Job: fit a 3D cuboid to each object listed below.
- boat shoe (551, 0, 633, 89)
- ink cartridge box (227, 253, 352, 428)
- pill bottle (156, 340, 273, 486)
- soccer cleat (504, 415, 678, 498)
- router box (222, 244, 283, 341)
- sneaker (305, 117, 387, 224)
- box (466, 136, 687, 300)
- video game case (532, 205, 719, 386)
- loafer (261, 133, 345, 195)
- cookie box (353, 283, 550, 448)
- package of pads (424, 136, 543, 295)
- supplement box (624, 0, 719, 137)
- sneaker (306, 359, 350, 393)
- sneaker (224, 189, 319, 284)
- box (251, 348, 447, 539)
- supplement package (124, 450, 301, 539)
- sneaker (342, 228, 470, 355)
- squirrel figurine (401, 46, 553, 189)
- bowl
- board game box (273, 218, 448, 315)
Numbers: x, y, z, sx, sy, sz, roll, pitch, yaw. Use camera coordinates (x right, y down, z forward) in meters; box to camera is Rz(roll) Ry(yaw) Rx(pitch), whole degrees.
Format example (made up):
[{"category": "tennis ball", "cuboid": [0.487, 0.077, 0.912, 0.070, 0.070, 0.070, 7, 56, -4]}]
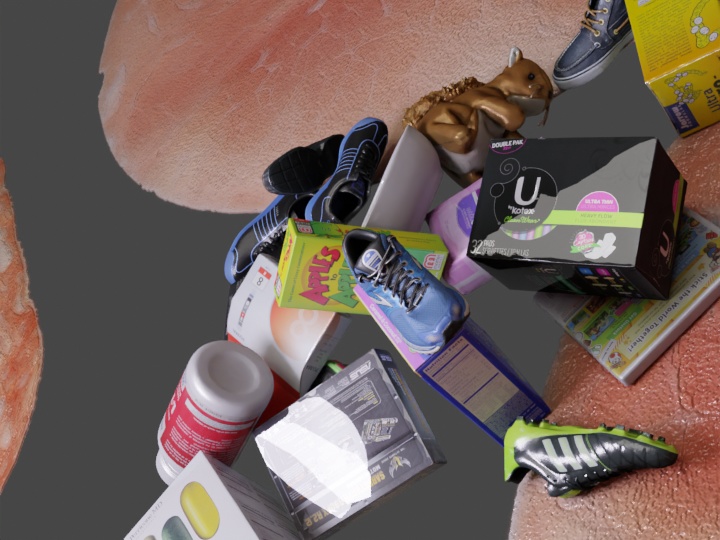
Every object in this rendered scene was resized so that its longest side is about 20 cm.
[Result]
[{"category": "boat shoe", "cuboid": [0.327, -0.342, 1.432, 0.200, 0.091, 0.071, -42, 39, 9]}, {"category": "ink cartridge box", "cuboid": [-0.124, 0.100, 1.384, 0.162, 0.050, 0.201, 35, 93, 35]}, {"category": "pill bottle", "cuboid": [-0.194, 0.194, 1.350, 0.113, 0.112, 0.201, -102, 32, -45]}, {"category": "soccer cleat", "cuboid": [0.238, 0.201, 1.102, 0.199, 0.067, 0.082, -2, 75, 43]}, {"category": "router box", "cuboid": [-0.122, 0.041, 1.527, 0.157, 0.052, 0.200, -36, 24, 15]}, {"category": "sneaker", "cuboid": [-0.005, -0.143, 1.576, 0.078, 0.070, 0.201, 8, 66, 57]}, {"category": "box", "cuboid": [0.244, -0.058, 1.178, 0.199, 0.124, 0.150, 3, 73, 35]}, {"category": "video game case", "cuboid": [0.319, 0.010, 1.207, 0.200, 0.023, 0.182, -45, 39, 3]}, {"category": "loafer", "cuboid": [-0.092, -0.155, 1.630, 0.072, 0.073, 0.200, -14, 8, 38]}, {"category": "cookie box", "cuboid": [0.104, 0.089, 1.200, 0.075, 0.200, 0.171, -44, 39, 5]}, {"category": "package of pads", "cuboid": [0.184, -0.067, 1.353, 0.199, 0.076, 0.121, -32, 45, 19]}, {"category": "supplement box", "cuboid": [0.406, -0.286, 1.298, 0.109, 0.109, 0.201, -24, 45, 27]}, {"category": "sneaker", "cuboid": [-0.050, 0.160, 1.399, 0.199, 0.076, 0.084, 6, 77, 51]}, {"category": "sneaker", "cuboid": [-0.132, -0.054, 1.641, 0.200, 0.070, 0.078, -53, 32, -8]}, {"category": "box", "cuboid": [-0.016, 0.214, 1.280, 0.200, 0.048, 0.159, -36, 68, 16]}, {"category": "supplement package", "cuboid": [-0.156, 0.354, 1.263, 0.152, 0.151, 0.200, -49, 39, 0]}, {"category": "sneaker", "cuboid": [0.036, 0.016, 1.093, 0.079, 0.089, 0.200, -50, 39, 0]}, {"category": "squirrel figurine", "cuboid": [0.164, -0.225, 1.457, 0.187, 0.142, 0.200, -49, 41, -10]}, {"category": "bowl", "cuboid": [0.045, -0.074, 1.439, 0.200, 0.074, 0.201, 121, 173, -67]}, {"category": "board game box", "cuboid": [0.000, 0.000, 1.314, 0.048, 0.199, 0.102, -114, 34, -55]}]
